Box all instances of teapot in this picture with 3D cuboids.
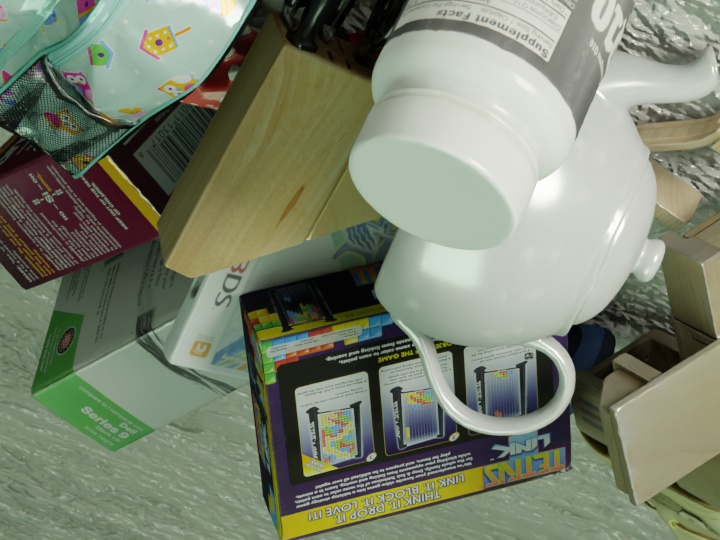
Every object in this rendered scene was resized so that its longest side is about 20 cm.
[{"bbox_3d":[0.104,-0.029,1.569,0.146,0.198,0.200,26,154,1],"label":"teapot"}]

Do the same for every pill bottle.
[{"bbox_3d":[0.074,-0.117,1.437,0.113,0.200,0.113,20,151,11],"label":"pill bottle"}]

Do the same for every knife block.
[{"bbox_3d":[-0.043,-0.107,1.565,0.200,0.064,0.176,-18,115,0],"label":"knife block"}]

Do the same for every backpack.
[{"bbox_3d":[-0.140,-0.170,1.553,0.153,0.176,0.200,38,146,-28],"label":"backpack"}]

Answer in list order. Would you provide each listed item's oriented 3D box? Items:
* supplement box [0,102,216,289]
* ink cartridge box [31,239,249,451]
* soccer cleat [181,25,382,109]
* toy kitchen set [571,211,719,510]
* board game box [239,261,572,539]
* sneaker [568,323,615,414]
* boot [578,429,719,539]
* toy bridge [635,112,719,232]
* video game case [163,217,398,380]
[{"bbox_3d":[-0.171,-0.069,1.799,0.086,0.110,0.200,50,146,-15],"label":"supplement box"},{"bbox_3d":[-0.114,0.015,1.816,0.200,0.146,0.084,-27,127,36],"label":"ink cartridge box"},{"bbox_3d":[-0.046,-0.115,1.678,0.200,0.069,0.085,3,145,25],"label":"soccer cleat"},{"bbox_3d":[0.171,0.054,1.674,0.180,0.163,0.200,29,142,49],"label":"toy kitchen set"},{"bbox_3d":[0.031,0.072,1.707,0.200,0.057,0.165,-12,128,-11],"label":"board game box"},{"bbox_3d":[0.089,0.064,1.862,0.200,0.074,0.082,-13,131,48],"label":"sneaker"},{"bbox_3d":[0.230,0.166,1.827,0.200,0.073,0.156,31,153,57],"label":"boot"},{"bbox_3d":[0.174,-0.053,1.643,0.067,0.027,0.200,34,151,-9],"label":"toy bridge"},{"bbox_3d":[0.000,0.000,1.695,0.200,0.022,0.182,13,117,-27],"label":"video game case"}]
